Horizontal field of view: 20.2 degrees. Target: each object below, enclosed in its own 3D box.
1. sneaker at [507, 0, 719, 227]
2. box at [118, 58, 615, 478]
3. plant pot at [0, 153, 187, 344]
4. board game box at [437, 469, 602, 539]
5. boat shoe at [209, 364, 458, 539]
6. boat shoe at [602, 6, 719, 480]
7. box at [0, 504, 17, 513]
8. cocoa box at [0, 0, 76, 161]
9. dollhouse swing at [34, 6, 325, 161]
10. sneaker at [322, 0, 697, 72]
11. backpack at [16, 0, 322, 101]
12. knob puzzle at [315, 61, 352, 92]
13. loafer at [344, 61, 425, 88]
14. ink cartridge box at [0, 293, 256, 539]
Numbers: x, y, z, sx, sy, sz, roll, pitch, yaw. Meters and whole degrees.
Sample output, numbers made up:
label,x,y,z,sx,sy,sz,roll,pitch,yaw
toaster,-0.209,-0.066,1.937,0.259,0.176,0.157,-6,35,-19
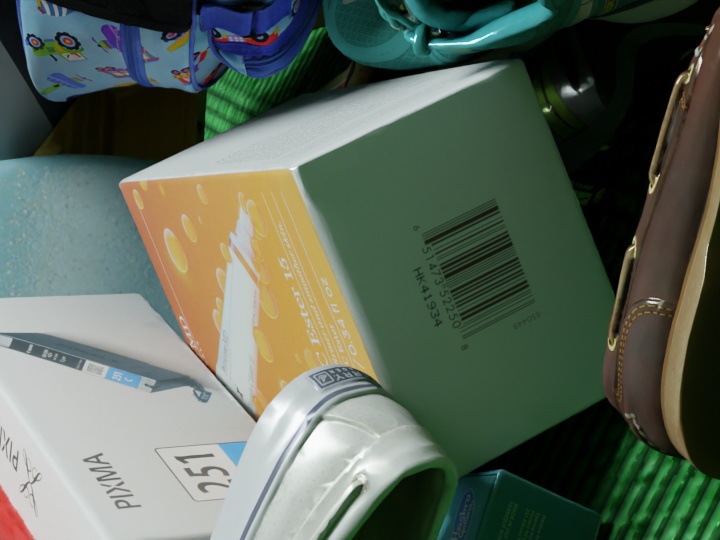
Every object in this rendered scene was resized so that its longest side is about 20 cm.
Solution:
label,x,y,z,sx,sy,sz,roll,pitch,yaw
sneaker,0.090,-0.061,0.771,0.200,0.071,0.083,-33,58,50
box,0.000,0.000,0.773,0.097,0.125,0.200,-26,10,-20
plant pot,-0.157,0.052,0.975,0.196,0.200,0.196,-33,47,52
board game box,-0.001,0.154,0.749,0.200,0.047,0.151,-14,54,64
boat shoe,-0.020,0.134,0.662,0.070,0.071,0.200,35,109,41
boat shoe,0.121,-0.039,0.621,0.200,0.070,0.070,-70,24,9
box,-0.174,0.170,0.841,0.182,0.200,0.104,88,-165,-62
cocoa box,-0.195,-0.160,0.914,0.131,0.133,0.200,-53,-20,-14
dollhouse swing,-0.100,-0.093,1.092,0.200,0.176,0.182,43,-133,-69
sneaker,0.035,-0.107,0.706,0.200,0.080,0.078,-7,103,61
backpack,-0.068,-0.154,0.814,0.200,0.134,0.183,95,-166,-57
knob puzzle,-0.027,-0.034,1.043,0.220,0.030,0.220,-49,25,33
loafer,0.036,-0.115,0.822,0.200,0.072,0.073,98,162,-58
ink cartridge box,-0.130,0.072,0.771,0.200,0.176,0.045,41,127,52
